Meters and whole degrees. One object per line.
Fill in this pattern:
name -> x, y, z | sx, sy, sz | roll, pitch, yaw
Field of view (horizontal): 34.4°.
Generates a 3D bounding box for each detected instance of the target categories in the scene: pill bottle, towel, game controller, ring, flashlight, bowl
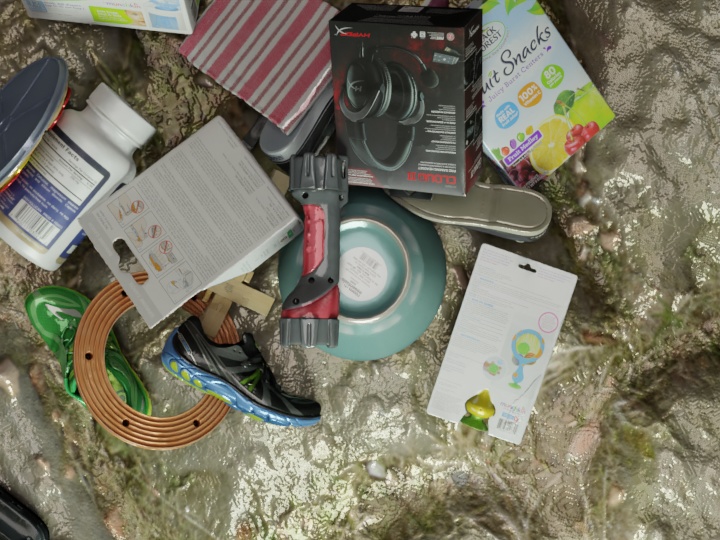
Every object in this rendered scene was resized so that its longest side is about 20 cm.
pill bottle -> -0.324, -0.109, 1.312 | 0.111, 0.111, 0.200 | 41, 89, 3
towel -> -0.101, -0.256, 1.315 | 0.199, 0.030, 0.147 | 38, 89, 27
game controller -> -0.457, 0.285, 1.345 | 0.199, 0.042, 0.105 | 37, 104, 3
ring -> -0.226, 0.100, 1.305 | 0.198, 0.019, 0.204 | 9, 71, -28
flashlight -> -0.053, -0.020, 1.219 | 0.067, 0.067, 0.203 | -2, 87, 31
bowl -> 0.000, 0.000, 1.300 | 0.197, 0.105, 0.204 | 0, 87, 2

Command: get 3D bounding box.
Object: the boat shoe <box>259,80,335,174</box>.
boat shoe -> -0.036, -0.198, 1.317 | 0.073, 0.068, 0.201 | 20, 77, 37

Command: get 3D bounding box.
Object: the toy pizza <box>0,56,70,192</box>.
toy pizza -> -0.387, -0.152, 1.297 | 0.032, 0.200, 0.201 | 39, 90, -35

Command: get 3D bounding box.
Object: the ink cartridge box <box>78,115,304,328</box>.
ink cartridge box -> -0.185, -0.050, 1.280 | 0.199, 0.050, 0.161 | -38, 71, -3

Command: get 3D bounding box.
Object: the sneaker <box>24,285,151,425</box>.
sneaker -> -0.308, 0.097, 1.318 | 0.074, 0.084, 0.201 | -39, 87, 1

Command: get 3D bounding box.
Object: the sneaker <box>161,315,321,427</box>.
sneaker -> -0.124, 0.116, 1.301 | 0.198, 0.071, 0.083 | 31, 74, -14

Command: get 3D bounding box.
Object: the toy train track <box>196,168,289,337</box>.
toy train track -> -0.136, -0.022, 1.331 | 0.114, 0.032, 0.202 | 26, 91, -26

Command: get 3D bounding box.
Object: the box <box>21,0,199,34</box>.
box -> -0.284, -0.347, 1.308 | 0.197, 0.113, 0.103 | 6, 70, 3

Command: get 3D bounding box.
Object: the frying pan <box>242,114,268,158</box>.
frying pan -> -0.158, -0.134, 1.346 | 0.113, 0.031, 0.193 | 17, 87, 0

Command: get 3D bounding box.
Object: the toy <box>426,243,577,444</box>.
toy -> 0.158, 0.082, 1.321 | 0.114, 0.047, 0.203 | 18, 92, -1

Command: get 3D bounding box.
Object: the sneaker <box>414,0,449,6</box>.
sneaker -> 0.065, -0.220, 1.328 | 0.089, 0.075, 0.202 | 29, 95, -6

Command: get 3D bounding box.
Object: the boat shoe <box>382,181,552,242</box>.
boat shoe -> 0.115, -0.073, 1.306 | 0.197, 0.063, 0.074 | 16, 72, 9

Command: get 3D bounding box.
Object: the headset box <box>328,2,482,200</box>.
headset box -> 0.051, -0.172, 1.227 | 0.147, 0.077, 0.203 | 8, 118, 20

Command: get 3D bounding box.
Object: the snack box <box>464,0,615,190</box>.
snack box -> 0.171, -0.204, 1.293 | 0.142, 0.053, 0.201 | -40, 110, -1
